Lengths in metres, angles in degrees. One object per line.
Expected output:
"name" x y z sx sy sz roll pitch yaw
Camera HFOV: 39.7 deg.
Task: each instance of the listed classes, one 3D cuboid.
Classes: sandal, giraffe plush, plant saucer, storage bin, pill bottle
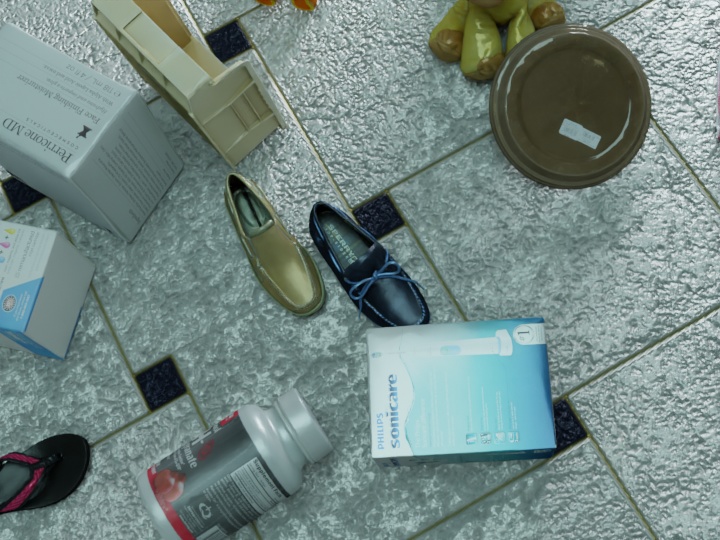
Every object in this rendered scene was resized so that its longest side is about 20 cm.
"sandal" -0.408 0.248 1.157 0.199 0.045 0.075 -22 69 -1
"giraffe plush" 0.171 -0.354 1.230 0.172 0.162 0.201 6 72 9
"plant saucer" 0.254 -0.197 1.197 0.199 0.029 0.201 0 93 -4
"storage bin" -0.210 -0.249 1.225 0.094 0.199 0.200 -43 72 -4
"pill bottle" -0.134 0.218 1.098 0.200 0.111 0.111 -33 70 -5

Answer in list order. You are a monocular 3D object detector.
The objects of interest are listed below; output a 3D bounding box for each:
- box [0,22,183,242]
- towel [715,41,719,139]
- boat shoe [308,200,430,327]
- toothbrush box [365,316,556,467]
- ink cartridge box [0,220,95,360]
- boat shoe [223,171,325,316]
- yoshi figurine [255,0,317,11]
"box" -0.352 -0.162 1.210 0.199 0.200 0.131 29 76 15
"towel" 0.535 -0.214 1.207 0.199 0.030 0.147 6 73 9
"boat shoe" 0.000 0.000 1.179 0.200 0.069 0.084 42 81 18
"toothbrush box" 0.109 0.137 1.108 0.199 0.085 0.147 -5 71 5
"ink cartridge box" -0.449 0.014 1.201 0.199 0.125 0.129 10 73 10
"boat shoe" -0.112 -0.033 1.201 0.072 0.076 0.200 -35 71 -6
"yoshi figurine" -0.084 -0.453 1.350 0.112 0.112 0.201 6 84 51
